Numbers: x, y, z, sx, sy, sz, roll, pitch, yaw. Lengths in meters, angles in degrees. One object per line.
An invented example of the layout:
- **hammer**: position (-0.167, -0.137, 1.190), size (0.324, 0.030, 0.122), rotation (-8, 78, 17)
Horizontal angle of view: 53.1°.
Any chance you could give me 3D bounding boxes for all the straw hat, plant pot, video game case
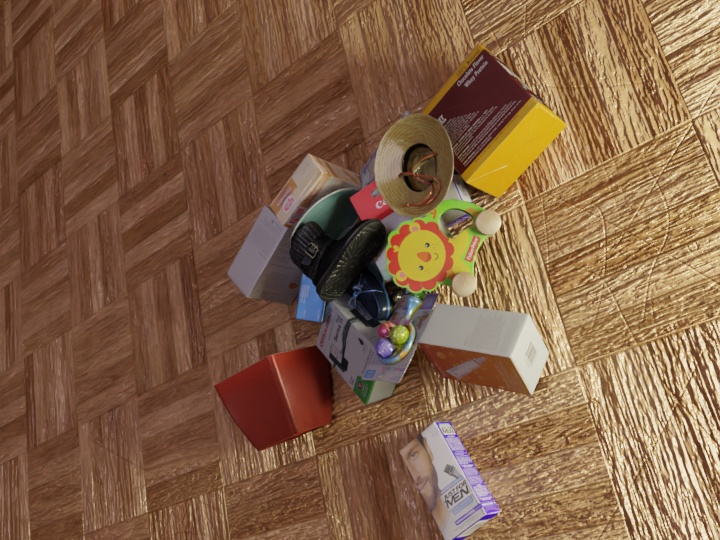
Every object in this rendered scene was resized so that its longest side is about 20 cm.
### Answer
- **straw hat**: position (0.125, -0.196, 1.402), size (0.200, 0.085, 0.203), rotation (-3, 85, 42)
- **plant pot**: position (-0.177, 0.296, 1.643), size (0.199, 0.199, 0.177), rotation (-29, 76, 32)
- **video game case**: position (0.062, -0.248, 1.581), size (0.183, 0.023, 0.200), rotation (-51, 19, 21)

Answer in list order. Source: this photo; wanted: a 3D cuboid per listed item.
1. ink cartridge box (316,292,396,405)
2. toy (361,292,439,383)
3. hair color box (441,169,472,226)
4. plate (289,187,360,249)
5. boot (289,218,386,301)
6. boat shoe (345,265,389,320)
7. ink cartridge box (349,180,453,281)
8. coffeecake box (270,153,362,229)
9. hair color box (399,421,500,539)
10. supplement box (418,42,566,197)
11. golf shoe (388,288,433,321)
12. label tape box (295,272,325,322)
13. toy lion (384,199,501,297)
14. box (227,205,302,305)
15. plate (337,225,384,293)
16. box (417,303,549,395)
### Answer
- **ink cartridge box**: position (0.000, 0.162, 1.550), size (0.200, 0.083, 0.147), rotation (45, 133, 36)
- **toy**: position (0.068, 0.119, 1.402), size (0.115, 0.047, 0.201), rotation (-7, 46, 53)
- **hair color box**: position (0.131, -0.127, 1.515), size (0.199, 0.065, 0.110), rotation (-26, 81, 28)
- **plate**: position (-0.078, -0.112, 1.584), size (0.200, 0.200, 0.026), rotation (-49, 67, 21)
- **boot**: position (-0.054, -0.058, 1.487), size (0.211, 0.079, 0.158), rotation (-49, 49, 15)
- **boat shoe**: position (-0.004, 0.039, 1.521), size (0.200, 0.068, 0.085), rotation (52, 136, 48)
- **ink cartridge box**: position (0.076, -0.103, 1.468), size (0.160, 0.050, 0.201), rotation (-32, 83, 22)
- **coffeecake box**: position (-0.080, -0.159, 1.636), size (0.154, 0.199, 0.073), rotation (-49, 55, 20)
- **hair color box**: position (0.171, 0.409, 1.402), size (0.109, 0.065, 0.201), rotation (-46, 54, 24)
- **supplement box**: position (0.254, -0.295, 1.429), size (0.197, 0.132, 0.201), rotation (-48, 55, 22)
- **golf shoe**: position (0.131, 0.036, 1.517), size (0.094, 0.078, 0.201), rotation (36, 106, 19)
- **label tape box**: position (-0.106, 0.042, 1.628), size (0.063, 0.200, 0.146), rotation (9, 85, -3)
- **toy lion**: position (0.149, -0.045, 1.381), size (0.190, 0.069, 0.201), rotation (22, 90, 6)
- **box**: position (-0.199, -0.033, 1.741), size (0.106, 0.152, 0.201), rotation (44, 108, 36)
- **plate**: position (0.000, 0.000, 1.617), size (0.199, 0.025, 0.202), rotation (9, 101, 53)
- **box**: position (0.229, 0.144, 1.348), size (0.199, 0.125, 0.098), rotation (5, 53, 41)
